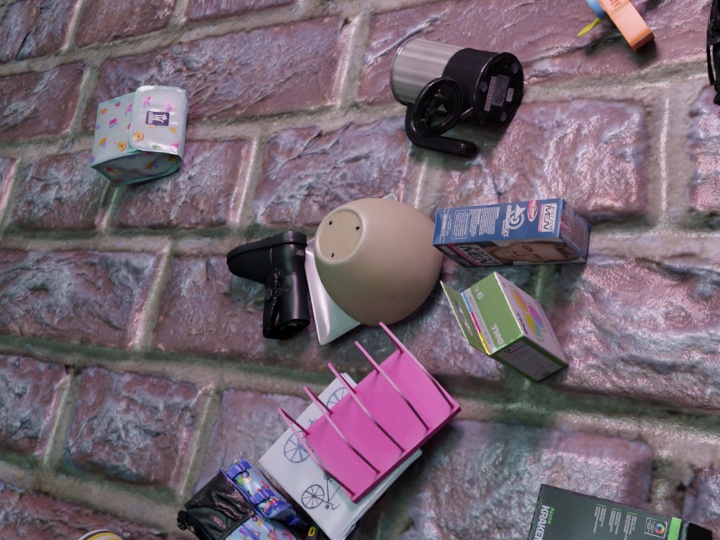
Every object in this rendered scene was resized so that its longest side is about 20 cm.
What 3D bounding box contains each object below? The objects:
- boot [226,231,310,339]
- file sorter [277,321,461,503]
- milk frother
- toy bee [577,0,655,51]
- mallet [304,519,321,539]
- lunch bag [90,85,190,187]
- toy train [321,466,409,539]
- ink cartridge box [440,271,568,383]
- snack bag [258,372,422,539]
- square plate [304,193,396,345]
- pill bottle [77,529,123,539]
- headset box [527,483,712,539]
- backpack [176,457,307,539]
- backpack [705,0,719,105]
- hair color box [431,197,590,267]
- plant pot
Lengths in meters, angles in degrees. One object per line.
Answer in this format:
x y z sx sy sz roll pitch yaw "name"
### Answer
-0.161 0.036 1.613 0.200 0.076 0.168 -17 68 44 "boot"
0.008 0.191 1.316 0.200 0.125 0.139 -41 52 -4 "file sorter"
0.114 -0.285 1.470 0.188 0.200 0.181 23 89 42 "milk frother"
0.378 -0.413 1.405 0.131 0.109 0.200 -13 87 24 "toy bee"
-0.046 0.305 1.397 0.066 0.041 0.200 8 59 38 "mallet"
-0.445 -0.282 1.951 0.200 0.122 0.170 -13 60 24 "lunch bag"
0.014 0.320 1.380 0.200 0.034 0.046 -50 51 8 "toy train"
0.193 0.070 1.244 0.059 0.200 0.104 -34 54 21 "ink cartridge box"
-0.027 0.269 1.377 0.189 0.021 0.200 -46 52 -8 "snack bag"
0.000 0.000 1.540 0.198 0.028 0.200 -29 55 24 "square plate"
-0.393 0.517 1.549 0.200 0.112 0.112 21 83 42 "pill bottle"
0.298 0.362 1.104 0.200 0.093 0.174 7 75 39 "headset box"
-0.143 0.394 1.377 0.135 0.183 0.200 -45 62 -9 "backpack"
0.518 -0.331 1.225 0.127 0.167 0.200 6 70 19 "backpack"
0.214 -0.051 1.351 0.200 0.100 0.061 -3 69 37 "hair color box"
0.005 -0.030 1.442 0.200 0.134 0.200 -16 61 32 "plant pot"
